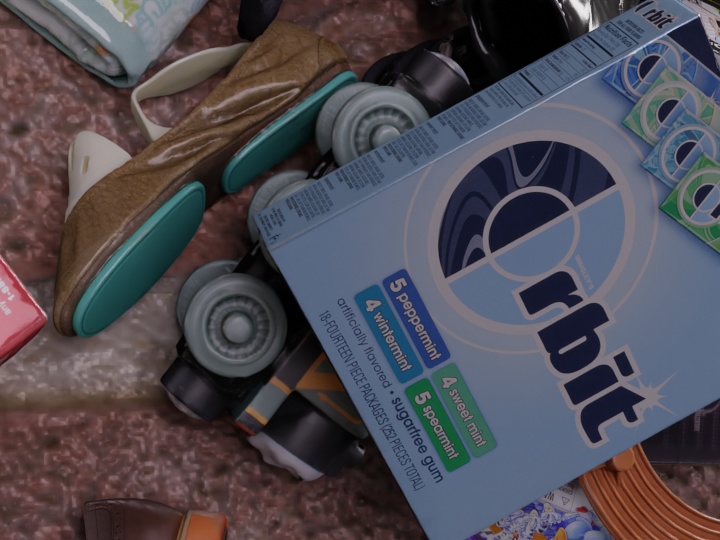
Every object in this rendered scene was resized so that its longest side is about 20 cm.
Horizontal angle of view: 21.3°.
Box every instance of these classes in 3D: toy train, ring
[{"bbox_3d":[0.000,0.000,0.868,0.114,0.085,0.200,38,89,-11],"label":"toy train"},{"bbox_3d":[0.186,0.055,0.913,0.199,0.019,0.202,2,85,-23],"label":"ring"}]

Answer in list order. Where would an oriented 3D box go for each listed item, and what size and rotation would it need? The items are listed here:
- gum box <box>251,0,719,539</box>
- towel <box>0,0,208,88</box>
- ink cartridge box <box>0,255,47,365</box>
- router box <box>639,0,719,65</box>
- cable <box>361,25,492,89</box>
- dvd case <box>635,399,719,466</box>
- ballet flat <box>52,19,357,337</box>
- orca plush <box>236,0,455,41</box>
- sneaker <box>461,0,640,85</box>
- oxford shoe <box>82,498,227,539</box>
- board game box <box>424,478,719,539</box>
[{"bbox_3d":[0.080,0.003,0.819,0.199,0.045,0.170,-29,116,0],"label":"gum box"},{"bbox_3d":[-0.137,-0.208,0.905,0.200,0.048,0.171,39,68,-8],"label":"towel"},{"bbox_3d":[-0.255,0.029,0.785,0.200,0.084,0.145,-39,94,-23],"label":"ink cartridge box"},{"bbox_3d":[0.227,-0.104,0.980,0.199,0.051,0.150,25,39,-14],"label":"router box"},{"bbox_3d":[0.079,-0.027,0.942,0.163,0.051,0.201,-22,86,-23],"label":"cable"},{"bbox_3d":[0.193,0.023,0.954,0.199,0.016,0.150,5,88,-32],"label":"dvd case"},{"bbox_3d":[-0.087,-0.052,0.884,0.072,0.068,0.200,39,66,14],"label":"ballet flat"},{"bbox_3d":[-0.001,-0.170,0.943,0.200,0.071,0.106,-46,123,-33],"label":"orca plush"},{"bbox_3d":[0.087,-0.129,0.882,0.091,0.076,0.201,29,38,-38],"label":"sneaker"},{"bbox_3d":[-0.113,0.195,0.817,0.073,0.071,0.201,13,66,1],"label":"oxford shoe"},{"bbox_3d":[0.119,0.182,0.910,0.199,0.045,0.135,23,70,-14],"label":"board game box"}]
